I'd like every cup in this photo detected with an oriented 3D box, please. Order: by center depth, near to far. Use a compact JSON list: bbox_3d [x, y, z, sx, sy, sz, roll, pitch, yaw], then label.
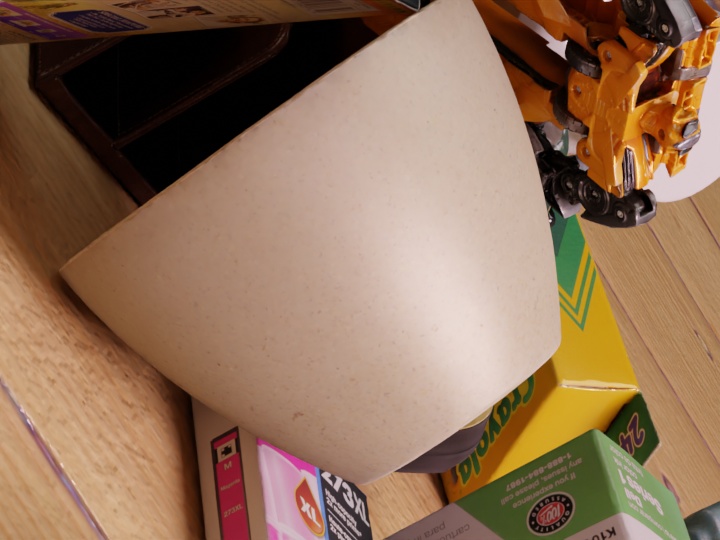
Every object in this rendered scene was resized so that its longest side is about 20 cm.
[{"bbox_3d":[0.000,0.000,1.163,0.143,0.200,0.200,55,16,-1],"label":"cup"}]

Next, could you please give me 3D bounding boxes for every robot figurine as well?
[{"bbox_3d":[0.074,-0.109,1.207,0.058,0.145,0.200,-26,51,-35],"label":"robot figurine"}]

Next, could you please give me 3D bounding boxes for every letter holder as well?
[{"bbox_3d":[-0.065,-0.142,1.334,0.101,0.142,0.200,50,19,-33],"label":"letter holder"}]

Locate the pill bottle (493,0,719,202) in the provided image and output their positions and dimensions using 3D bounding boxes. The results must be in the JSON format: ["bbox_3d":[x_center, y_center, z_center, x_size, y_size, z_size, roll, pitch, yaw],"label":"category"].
[{"bbox_3d":[0.098,-0.122,1.383,0.200,0.114,0.114,42,2,36],"label":"pill bottle"}]

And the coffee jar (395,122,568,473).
[{"bbox_3d":[0.033,-0.005,1.338,0.104,0.085,0.200,-101,-160,-51],"label":"coffee jar"}]

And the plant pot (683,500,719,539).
[{"bbox_3d":[0.198,0.219,1.459,0.200,0.196,0.196,31,33,-45],"label":"plant pot"}]

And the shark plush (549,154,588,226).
[{"bbox_3d":[0.029,-0.051,1.420,0.091,0.200,0.083,-55,150,-62],"label":"shark plush"}]

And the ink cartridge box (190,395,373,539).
[{"bbox_3d":[-0.029,0.115,1.207,0.095,0.037,0.200,47,19,-37],"label":"ink cartridge box"}]

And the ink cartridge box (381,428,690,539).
[{"bbox_3d":[0.082,0.192,1.209,0.084,0.145,0.200,41,25,-48],"label":"ink cartridge box"}]

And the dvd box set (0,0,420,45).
[{"bbox_3d":[-0.094,-0.120,1.122,0.146,0.200,0.029,15,74,-67],"label":"dvd box set"}]

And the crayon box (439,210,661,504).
[{"bbox_3d":[0.078,0.045,1.479,0.051,0.126,0.200,4,48,-26],"label":"crayon box"}]
